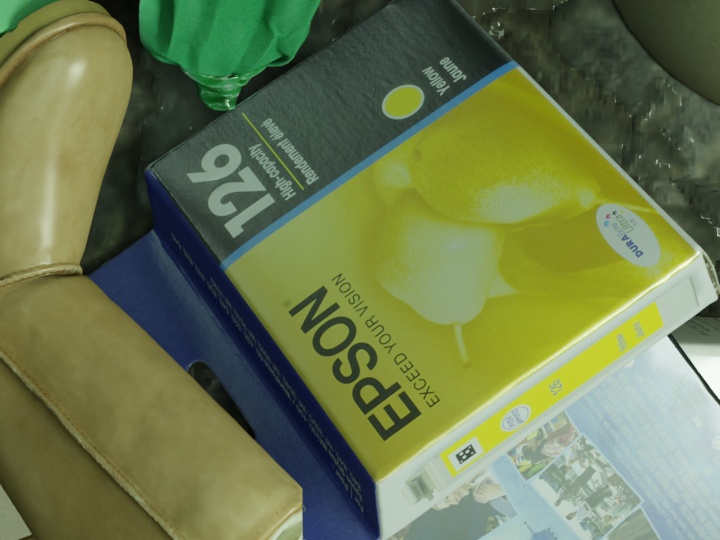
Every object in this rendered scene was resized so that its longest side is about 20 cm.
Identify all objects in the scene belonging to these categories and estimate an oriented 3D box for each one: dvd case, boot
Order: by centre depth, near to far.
[{"bbox_3d":[-0.085,0.026,0.759,0.200,0.066,0.175,45,119,26],"label":"boot"},{"bbox_3d":[0.071,0.123,0.818,0.200,0.018,0.143,-38,100,-1],"label":"dvd case"}]

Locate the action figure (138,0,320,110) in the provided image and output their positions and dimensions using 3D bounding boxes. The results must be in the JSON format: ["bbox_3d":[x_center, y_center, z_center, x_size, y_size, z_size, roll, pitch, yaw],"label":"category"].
[{"bbox_3d":[-0.044,-0.135,0.779,0.118,0.055,0.200,0,138,-14],"label":"action figure"}]

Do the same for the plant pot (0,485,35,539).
[{"bbox_3d":[-0.125,0.137,0.846,0.200,0.027,0.200,-1,97,-12],"label":"plant pot"}]

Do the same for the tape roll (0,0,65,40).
[{"bbox_3d":[-0.170,-0.178,0.773,0.200,0.048,0.201,9,75,-34],"label":"tape roll"}]

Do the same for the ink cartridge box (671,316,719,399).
[{"bbox_3d":[0.087,0.093,0.869,0.200,0.084,0.146,2,96,-7],"label":"ink cartridge box"}]

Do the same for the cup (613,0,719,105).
[{"bbox_3d":[0.206,-0.157,0.829,0.200,0.143,0.201,-1,96,-8],"label":"cup"}]

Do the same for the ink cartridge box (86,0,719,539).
[{"bbox_3d":[0.000,0.000,0.800,0.200,0.198,0.047,-34,141,-6],"label":"ink cartridge box"}]
